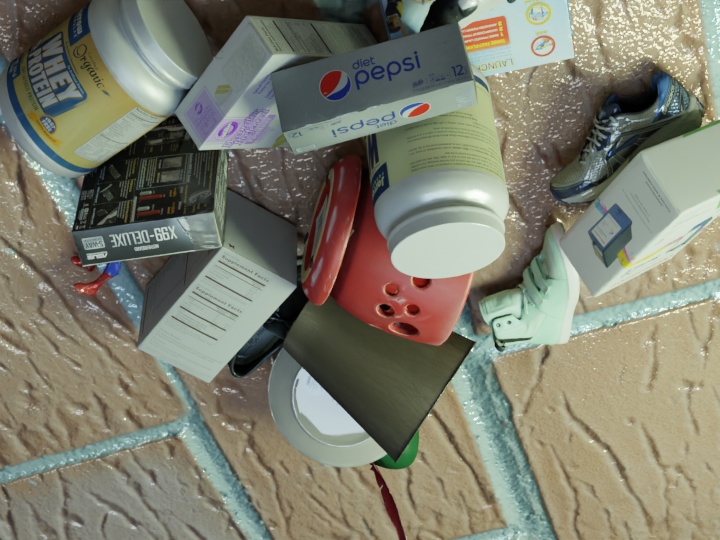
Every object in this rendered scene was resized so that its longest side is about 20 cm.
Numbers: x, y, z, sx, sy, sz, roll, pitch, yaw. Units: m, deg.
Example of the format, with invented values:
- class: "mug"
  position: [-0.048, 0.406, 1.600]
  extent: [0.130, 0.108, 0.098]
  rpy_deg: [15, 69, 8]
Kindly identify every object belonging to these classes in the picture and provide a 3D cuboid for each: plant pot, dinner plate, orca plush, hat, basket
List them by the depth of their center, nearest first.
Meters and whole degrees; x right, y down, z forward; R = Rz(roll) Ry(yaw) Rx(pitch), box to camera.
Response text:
- class: "orca plush"
  position: [0.116, -0.298, 1.420]
  extent: [0.199, 0.072, 0.105]
  rpy_deg: [-37, 170, 39]
- class: "plant pot"
  position: [0.034, -0.032, 1.626]
  extent: [0.180, 0.202, 0.202]
  rpy_deg: [16, 130, -10]
- class: "basket"
  position: [0.015, 0.105, 1.736]
  extent: [0.199, 0.136, 0.181]
  rpy_deg: [35, 96, 5]
- class: "dinner plate"
  position: [-0.024, 0.163, 1.824]
  extent: [0.197, 0.024, 0.204]
  rpy_deg: [1, 101, 5]
- class: "hat"
  position: [0.052, 0.246, 1.860]
  extent: [0.165, 0.177, 0.201]
  rpy_deg: [-34, 141, -2]

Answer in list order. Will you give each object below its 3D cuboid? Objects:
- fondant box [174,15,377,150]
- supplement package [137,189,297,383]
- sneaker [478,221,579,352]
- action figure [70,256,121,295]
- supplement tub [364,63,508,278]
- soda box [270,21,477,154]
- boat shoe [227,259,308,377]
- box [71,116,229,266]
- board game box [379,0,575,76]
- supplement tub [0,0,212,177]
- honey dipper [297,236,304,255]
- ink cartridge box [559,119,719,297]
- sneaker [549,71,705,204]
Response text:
- class: "fondant box"
  position: [-0.081, -0.197, 1.489]
  extent: [0.199, 0.059, 0.144]
  rpy_deg: [-8, 148, -52]
- class: "supplement package"
  position: [-0.175, 0.021, 1.717]
  extent: [0.109, 0.115, 0.200]
  rpy_deg: [28, 126, -24]
- class: "sneaker"
  position: [0.210, 0.028, 1.768]
  extent: [0.116, 0.074, 0.202]
  rpy_deg: [-7, 135, -5]
- class: "action figure"
  position: [-0.293, -0.054, 1.669]
  extent: [0.199, 0.066, 0.098]
  rpy_deg: [-37, 142, 26]
- class: "supplement tub"
  position: [0.080, -0.109, 1.485]
  extent: [0.142, 0.203, 0.146]
  rpy_deg: [-6, 154, -3]
- class: "soda box"
  position: [0.014, -0.181, 1.401]
  extent: [0.197, 0.069, 0.064]
  rpy_deg: [-15, 161, 5]
- class: "boat shoe"
  position: [-0.112, 0.067, 1.794]
  extent: [0.074, 0.067, 0.199]
  rpy_deg: [33, 122, -28]
- class: "box"
  position: [-0.228, -0.095, 1.550]
  extent: [0.155, 0.201, 0.050]
  rpy_deg: [-8, 129, 3]
- class: "board game box"
  position: [0.118, -0.301, 1.479]
  extent: [0.197, 0.056, 0.197]
  rpy_deg: [-10, 133, 6]
- class: "supplement tub"
  position: [-0.270, -0.205, 1.484]
  extent: [0.199, 0.146, 0.145]
  rpy_deg: [-31, 127, 23]
- class: "honey dipper"
  position: [0.000, 0.000, 1.765]
  extent: [0.198, 0.038, 0.038]
  rpy_deg: [24, 127, -18]
- class: "ink cartridge box"
  position: [0.340, -0.070, 1.609]
  extent: [0.144, 0.088, 0.200]
  rpy_deg: [-22, 164, -32]
- class: "sneaker"
  position: [0.293, -0.159, 1.617]
  extent: [0.199, 0.077, 0.085]
  rpy_deg: [-37, 118, 16]
